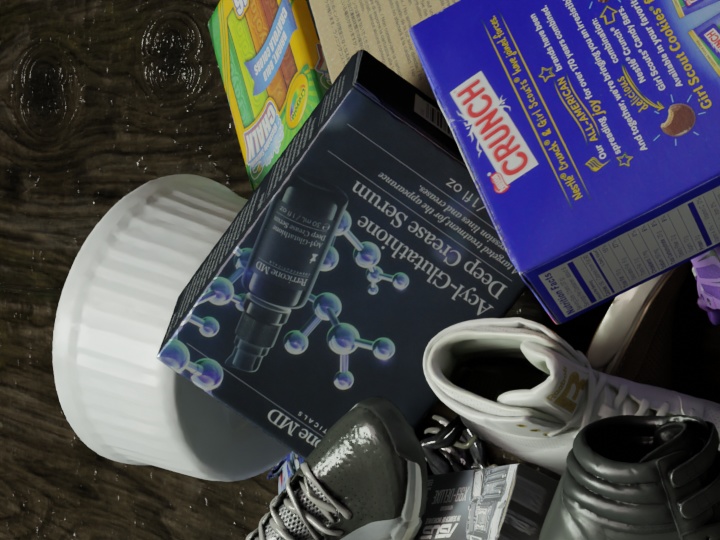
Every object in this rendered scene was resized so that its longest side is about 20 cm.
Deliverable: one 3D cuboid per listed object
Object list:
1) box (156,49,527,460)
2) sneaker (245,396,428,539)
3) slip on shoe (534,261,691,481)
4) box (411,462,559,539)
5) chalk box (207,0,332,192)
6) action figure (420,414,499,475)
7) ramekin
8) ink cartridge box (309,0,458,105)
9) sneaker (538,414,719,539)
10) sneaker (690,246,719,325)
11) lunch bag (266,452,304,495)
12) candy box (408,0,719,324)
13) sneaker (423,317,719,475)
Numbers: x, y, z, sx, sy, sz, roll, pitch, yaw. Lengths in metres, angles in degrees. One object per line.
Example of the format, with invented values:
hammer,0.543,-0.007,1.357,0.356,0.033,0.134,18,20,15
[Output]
box,0.000,0.000,1.151,0.200,0.148,0.107,-53,8,15
sneaker,-0.042,0.157,1.087,0.075,0.115,0.200,50,137,28
slip on shoe,0.153,0.070,1.130,0.061,0.076,0.200,27,111,11
box,0.095,0.168,1.134,0.200,0.158,0.050,-18,49,60
chalk box,-0.010,-0.120,1.351,0.125,0.124,0.200,-52,47,51
action figure,0.047,0.138,1.276,0.102,0.119,0.200,46,124,26
ramekin,-0.098,0.043,1.311,0.098,0.200,0.201,15,106,37
ink cartridge box,0.050,-0.185,1.233,0.165,0.075,0.200,-31,61,32
sneaker,0.182,0.129,0.962,0.200,0.071,0.099,12,118,18
sneaker,0.187,-0.020,1.042,0.200,0.080,0.084,-119,31,-41
lunch bag,-0.015,0.205,1.386,0.160,0.075,0.200,114,148,-74
candy box,0.146,-0.092,0.991,0.077,0.200,0.169,52,-165,-56
sneaker,0.127,0.081,1.033,0.200,0.116,0.074,15,79,23
